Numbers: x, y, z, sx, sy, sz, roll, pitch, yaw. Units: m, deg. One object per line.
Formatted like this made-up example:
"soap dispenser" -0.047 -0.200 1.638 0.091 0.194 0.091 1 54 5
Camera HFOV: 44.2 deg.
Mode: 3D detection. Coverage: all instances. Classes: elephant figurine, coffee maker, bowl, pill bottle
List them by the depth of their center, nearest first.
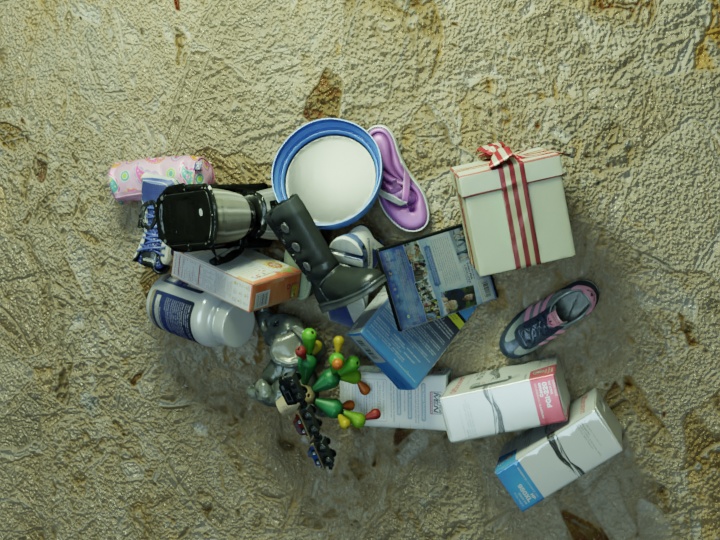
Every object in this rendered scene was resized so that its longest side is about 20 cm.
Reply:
"bowl" -0.056 -0.166 1.546 0.198 0.039 0.203 -3 72 10
"coffee maker" -0.250 -0.102 1.565 0.191 0.199 0.136 26 108 32
"elephant figurine" -0.129 0.144 1.613 0.153 0.141 0.203 13 90 -26
"pill bottle" -0.291 0.077 1.628 0.198 0.110 0.113 15 100 37

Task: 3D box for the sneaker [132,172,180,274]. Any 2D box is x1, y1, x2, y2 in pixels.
"sneaker" -0.365 -0.068 1.622 0.079 0.116 0.201 8 131 7

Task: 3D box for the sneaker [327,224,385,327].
"sneaker" 0.000 -0.001 1.579 0.080 0.115 0.201 20 131 19

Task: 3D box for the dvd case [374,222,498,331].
"dvd case" 0.132 0.006 1.516 0.198 0.018 0.144 -17 89 -21

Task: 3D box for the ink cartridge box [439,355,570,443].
"ink cartridge box" 0.245 0.217 1.500 0.198 0.146 0.086 -16 92 16

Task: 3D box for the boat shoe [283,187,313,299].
"boat shoe" -0.100 -0.051 1.615 0.071 0.060 0.204 -1 95 40

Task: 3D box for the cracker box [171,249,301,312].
"cracker box" -0.223 0.005 1.592 0.198 0.133 0.058 23 113 31

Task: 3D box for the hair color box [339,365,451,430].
"hair color box" 0.064 0.227 1.599 0.197 0.061 0.100 0 96 17

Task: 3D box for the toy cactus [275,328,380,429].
"toy cactus" -0.068 0.206 1.531 0.164 0.102 0.201 -30 111 6

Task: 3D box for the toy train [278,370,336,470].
"toy train" -0.092 0.259 1.507 0.045 0.034 0.202 -12 114 23

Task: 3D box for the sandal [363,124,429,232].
"sandal" 0.054 -0.159 1.567 0.082 0.050 0.204 -27 87 17

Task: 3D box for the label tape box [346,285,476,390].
"label tape box" 0.092 0.085 1.540 0.143 0.066 0.200 46 65 -14

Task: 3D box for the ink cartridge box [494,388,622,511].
"ink cartridge box" 0.333 0.296 1.483 0.199 0.144 0.085 -37 87 17

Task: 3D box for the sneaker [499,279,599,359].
"sneaker" 0.313 0.084 1.500 0.200 0.082 0.070 -40 85 16

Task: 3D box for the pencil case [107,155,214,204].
"pencil case" -0.375 -0.169 1.673 0.197 0.087 0.089 0 96 17

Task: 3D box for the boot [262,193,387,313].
"boot" -0.061 -0.039 1.462 0.164 0.065 0.202 -23 97 45

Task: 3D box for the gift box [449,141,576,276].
"gift box" 0.254 -0.115 1.441 0.197 0.185 0.189 -15 101 -2
